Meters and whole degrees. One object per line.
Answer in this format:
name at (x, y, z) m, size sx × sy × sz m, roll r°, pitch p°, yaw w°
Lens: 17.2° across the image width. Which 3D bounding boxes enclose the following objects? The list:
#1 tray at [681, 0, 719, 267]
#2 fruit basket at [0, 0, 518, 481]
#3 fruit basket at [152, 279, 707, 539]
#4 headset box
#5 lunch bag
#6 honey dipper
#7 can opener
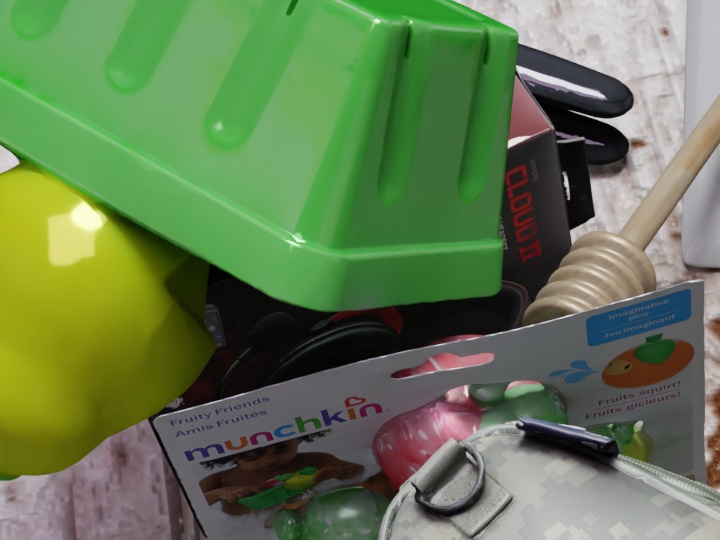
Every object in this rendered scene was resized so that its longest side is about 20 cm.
tray at (0.193, -0.096, 1.032) m, size 0.107 × 0.022 × 0.201 m, roll -1°, pitch 64°, yaw 12°
fruit basket at (-0.067, -0.022, 0.814) m, size 0.215 × 0.155 × 0.217 m, roll 2°, pitch 93°, yaw 32°
fruit basket at (0.036, 0.078, 0.839) m, size 0.185 × 0.200 × 0.094 m, roll -14°, pitch 65°, yaw 0°
headset box at (0.000, 0.000, 0.941) m, size 0.199 × 0.149 × 0.075 m, roll -24°, pitch 51°, yaw -8°
lunch bag at (0.084, 0.156, 0.764) m, size 0.139 × 0.200 × 0.168 m, roll -38°, pitch 55°, yaw -19°
honey dipper at (0.125, -0.033, 0.955) m, size 0.038 × 0.038 × 0.200 m, roll 18°, pitch 46°, yaw 24°
can opener at (0.028, -0.093, 1.065) m, size 0.199 × 0.063 × 0.079 m, roll 16°, pitch 56°, yaw 24°
